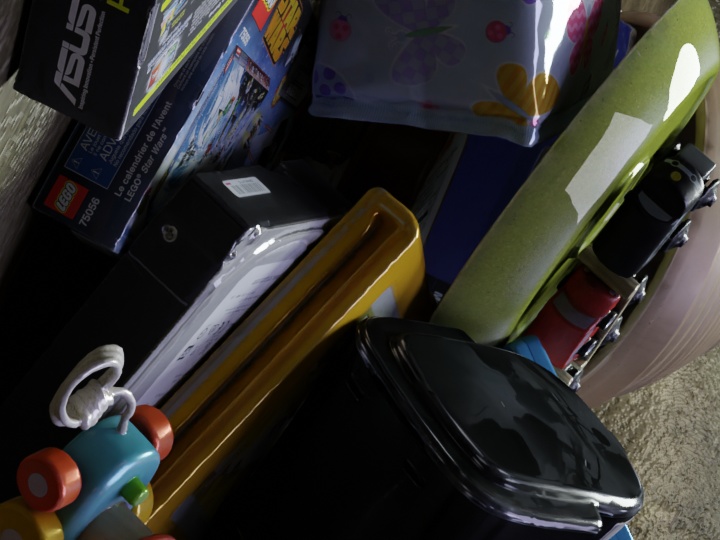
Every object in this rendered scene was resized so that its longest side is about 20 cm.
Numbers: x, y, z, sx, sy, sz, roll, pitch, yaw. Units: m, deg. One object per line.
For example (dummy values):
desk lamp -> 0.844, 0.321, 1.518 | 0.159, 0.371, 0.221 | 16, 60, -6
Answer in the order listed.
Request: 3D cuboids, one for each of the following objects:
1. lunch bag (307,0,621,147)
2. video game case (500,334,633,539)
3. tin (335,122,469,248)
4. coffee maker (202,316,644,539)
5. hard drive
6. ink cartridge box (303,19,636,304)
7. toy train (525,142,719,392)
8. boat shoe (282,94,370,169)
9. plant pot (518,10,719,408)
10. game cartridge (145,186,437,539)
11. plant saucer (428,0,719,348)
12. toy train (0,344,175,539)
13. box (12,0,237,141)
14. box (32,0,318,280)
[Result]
lunch bag -> 0.056, -0.149, 1.271 | 0.200, 0.127, 0.170 | -29, 125, -68
video game case -> 0.052, 0.125, 1.333 | 0.018, 0.143, 0.200 | -20, 172, -34
tin -> 0.000, 0.000, 1.387 | 0.112, 0.042, 0.200 | -57, 171, -66
coffee maker -> -0.003, 0.131, 1.194 | 0.200, 0.135, 0.192 | -54, 164, 24
hard drive -> -0.092, 0.043, 1.166 | 0.200, 0.038, 0.140 | -49, 170, 14
ink cartridge box -> 0.040, -0.067, 1.488 | 0.200, 0.041, 0.200 | -64, -151, 9
toy train -> 0.096, 0.020, 1.286 | 0.046, 0.034, 0.200 | -40, 167, -45
boat shoe -> -0.008, -0.084, 1.413 | 0.072, 0.060, 0.202 | -64, 172, 11
plant pot -> 0.135, -0.017, 1.429 | 0.201, 0.093, 0.201 | -40, -141, 43
game cartridge -> -0.035, 0.062, 1.246 | 0.176, 0.032, 0.200 | -46, 165, -8
plant saucer -> 0.098, -0.035, 1.283 | 0.200, 0.031, 0.200 | -51, 173, -9
toy train -> -0.136, 0.122, 1.054 | 0.200, 0.056, 0.150 | -44, 165, -6
box -> -0.041, -0.162, 1.002 | 0.200, 0.044, 0.160 | -55, 170, -44
box -> -0.067, -0.058, 1.189 | 0.137, 0.040, 0.200 | -61, 172, -7
